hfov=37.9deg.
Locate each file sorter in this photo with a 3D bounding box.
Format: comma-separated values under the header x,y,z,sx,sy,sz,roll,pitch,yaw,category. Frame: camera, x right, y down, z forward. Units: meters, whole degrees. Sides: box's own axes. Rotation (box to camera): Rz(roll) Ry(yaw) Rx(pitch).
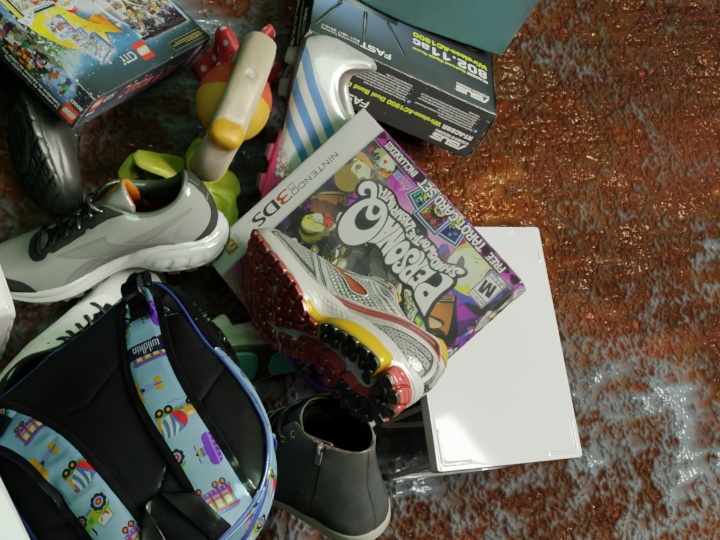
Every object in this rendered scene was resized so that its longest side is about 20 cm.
x,y,z,sx,sy,sz,roll,pitch,yaw,category
0.085,0.077,0.915,0.138,0.124,0.202,-1,72,-25,file sorter

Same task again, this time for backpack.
x,y,z,sx,sy,sz,roll,pitch,yaw,category
-0.137,0.130,0.699,0.182,0.135,0.200,-41,53,-9,backpack

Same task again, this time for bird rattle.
x,y,z,sx,sy,sz,roll,pitch,yaw,category
-0.106,-0.135,0.892,0.112,0.163,0.201,33,66,-13,bird rattle

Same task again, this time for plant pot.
x,y,z,sx,sy,sz,roll,pitch,yaw,category
0.063,-0.312,0.949,0.198,0.141,0.142,11,67,-11,plant pot

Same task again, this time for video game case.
x,y,z,sx,sy,sz,roll,pitch,yaw,category
0.000,0.000,0.839,0.181,0.036,0.200,-41,72,2,video game case

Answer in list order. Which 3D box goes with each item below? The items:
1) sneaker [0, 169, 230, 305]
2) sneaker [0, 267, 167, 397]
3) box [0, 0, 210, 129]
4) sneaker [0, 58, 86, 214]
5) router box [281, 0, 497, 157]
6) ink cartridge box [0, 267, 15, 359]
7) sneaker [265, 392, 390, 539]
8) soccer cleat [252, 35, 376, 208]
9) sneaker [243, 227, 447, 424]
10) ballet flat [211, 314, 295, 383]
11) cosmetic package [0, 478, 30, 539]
x,y,z,sx,sy,sz,roll,pitch,yaw,category
-0.207,-0.032,0.822,0.198,0.080,0.074,-15,43,1,sneaker
-0.216,0.066,0.816,0.074,0.080,0.200,40,59,-3,sneaker
-0.227,-0.209,0.880,0.137,0.038,0.200,46,32,-5,box
-0.255,-0.146,0.881,0.090,0.076,0.202,-9,78,-35,sneaker
0.031,-0.210,1.003,0.199,0.062,0.151,20,44,-17,router box
-0.355,0.037,0.726,0.199,0.145,0.085,-15,78,-27,ink cartridge box
-0.065,0.123,0.801,0.199,0.107,0.075,18,44,24,sneaker
-0.038,-0.100,0.907,0.086,0.070,0.202,14,102,4,soccer cleat
-0.018,0.034,0.785,0.082,0.078,0.200,-21,50,-39,sneaker
-0.094,0.063,0.889,0.199,0.068,0.063,-10,50,-31,ballet flat
-0.296,0.208,0.658,0.164,0.200,0.166,-26,83,-28,cosmetic package
